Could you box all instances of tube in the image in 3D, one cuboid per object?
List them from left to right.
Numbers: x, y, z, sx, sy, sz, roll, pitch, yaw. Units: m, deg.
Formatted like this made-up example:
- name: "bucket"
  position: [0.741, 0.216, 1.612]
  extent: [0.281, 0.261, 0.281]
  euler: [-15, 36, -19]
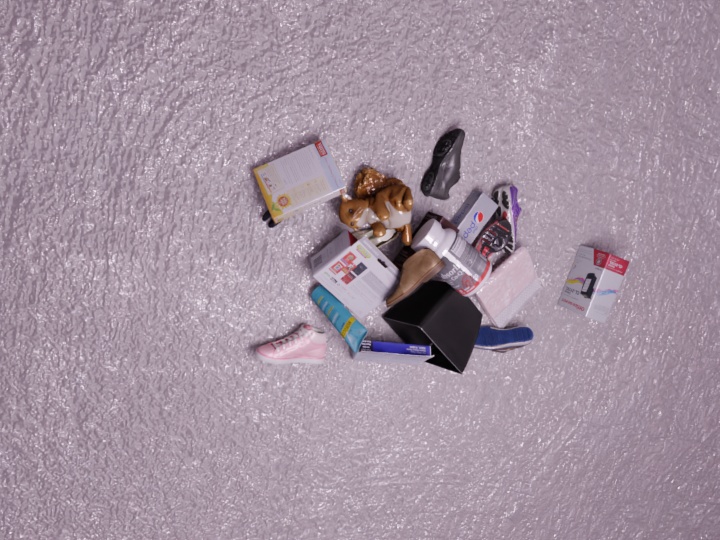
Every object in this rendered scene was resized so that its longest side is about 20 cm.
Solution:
- name: "tube"
  position: [-0.054, 0.121, 1.544]
  extent: [0.050, 0.200, 0.078]
  euler: [-12, 137, -43]

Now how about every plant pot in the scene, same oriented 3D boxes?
- name: "plant pot"
  position: [0.220, 0.141, 1.647]
  extent: [0.178, 0.199, 0.200]
  euler: [-49, 113, -16]

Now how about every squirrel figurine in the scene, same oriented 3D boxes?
- name: "squirrel figurine"
  position: [0.034, -0.169, 1.528]
  extent: [0.183, 0.202, 0.143]
  euler: [-5, 139, -2]

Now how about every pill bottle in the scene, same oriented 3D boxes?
- name: "pill bottle"
  position: [0.233, -0.035, 1.530]
  extent: [0.199, 0.116, 0.116]
  euler: [38, 89, -12]

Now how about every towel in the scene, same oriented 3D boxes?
- name: "towel"
  position: [0.443, 0.055, 1.758]
  extent: [0.200, 0.032, 0.192]
  euler: [-42, 126, -6]

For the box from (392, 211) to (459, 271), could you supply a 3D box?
- name: "box"
  position: [0.173, -0.056, 1.626]
  extent: [0.075, 0.100, 0.201]
  euler: [37, 89, -22]

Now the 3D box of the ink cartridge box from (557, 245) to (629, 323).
- name: "ink cartridge box"
  position: [0.707, 0.041, 1.806]
  extent: [0.082, 0.146, 0.203]
  euler: [17, 96, -20]

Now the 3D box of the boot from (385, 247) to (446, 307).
- name: "boot"
  position: [0.125, 0.018, 1.500]
  extent: [0.076, 0.073, 0.200]
  euler: [50, 119, 6]

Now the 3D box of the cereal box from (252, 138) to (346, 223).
- name: "cereal box"
  position: [-0.149, -0.221, 1.460]
  extent: [0.198, 0.040, 0.145]
  euler: [-23, 74, -4]

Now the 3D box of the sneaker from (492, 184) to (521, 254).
- name: "sneaker"
  position: [0.435, -0.146, 1.711]
  extent: [0.083, 0.080, 0.203]
  euler: [-17, 114, -32]

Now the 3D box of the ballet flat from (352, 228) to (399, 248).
- name: "ballet flat"
  position: [0.024, -0.079, 1.588]
  extent: [0.198, 0.069, 0.070]
  euler: [-28, 110, -11]

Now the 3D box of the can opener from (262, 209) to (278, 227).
- name: "can opener"
  position: [-0.167, -0.184, 1.502]
  extent: [0.199, 0.079, 0.064]
  euler: [-34, 119, 1]

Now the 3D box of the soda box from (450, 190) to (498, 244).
- name: "soda box"
  position: [0.297, -0.125, 1.671]
  extent: [0.068, 0.063, 0.201]
  euler: [36, 89, -21]

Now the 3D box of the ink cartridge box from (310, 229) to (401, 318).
- name: "ink cartridge box"
  position: [0.000, 0.000, 1.544]
  extent: [0.175, 0.084, 0.200]
  euler: [-36, 123, 16]

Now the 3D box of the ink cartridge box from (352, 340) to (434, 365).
- name: "ink cartridge box"
  position: [0.084, 0.218, 1.590]
  extent: [0.196, 0.200, 0.041]
  euler: [5, 75, -6]

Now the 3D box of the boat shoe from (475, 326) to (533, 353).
- name: "boat shoe"
  position: [0.417, 0.216, 1.781]
  extent: [0.196, 0.073, 0.073]
  euler: [-1, 146, 4]

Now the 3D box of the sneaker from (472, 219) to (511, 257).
- name: "sneaker"
  position: [0.344, -0.066, 1.679]
  extent: [0.073, 0.087, 0.201]
  euler: [36, 98, -15]

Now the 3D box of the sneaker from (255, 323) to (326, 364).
- name: "sneaker"
  position: [-0.180, 0.190, 1.576]
  extent: [0.197, 0.075, 0.106]
  euler: [6, 105, -28]

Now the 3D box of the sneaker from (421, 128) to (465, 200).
- name: "sneaker"
  position: [0.240, -0.288, 1.618]
  extent: [0.090, 0.076, 0.202]
  euler: [18, 103, -31]
